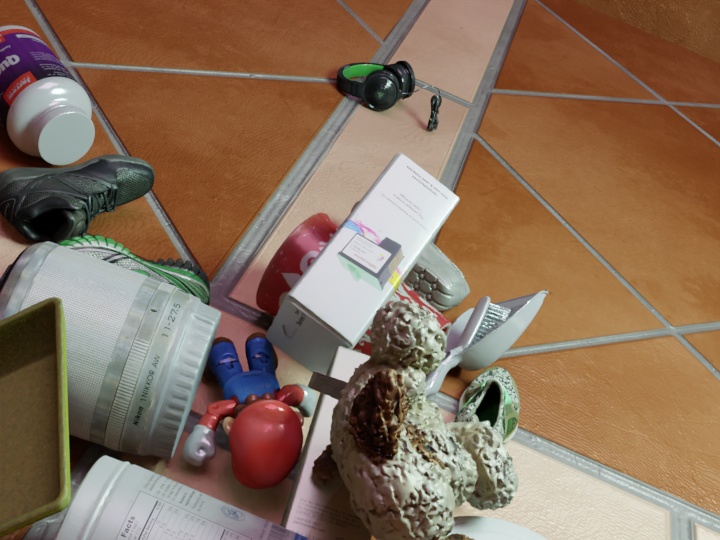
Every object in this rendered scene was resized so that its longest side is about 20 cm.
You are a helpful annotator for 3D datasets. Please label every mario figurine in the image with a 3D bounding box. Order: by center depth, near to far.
[{"bbox_3d":[-0.109,0.151,1.080,0.106,0.123,0.201,51,7,-31],"label":"mario figurine"}]

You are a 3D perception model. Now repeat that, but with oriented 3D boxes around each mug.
[{"bbox_3d":[0.007,0.037,1.258,0.199,0.134,0.177,36,35,16],"label":"mug"}]

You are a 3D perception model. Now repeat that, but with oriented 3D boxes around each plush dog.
[{"bbox_3d":[0.028,0.148,0.847,0.202,0.159,0.172,61,5,-12],"label":"plush dog"}]

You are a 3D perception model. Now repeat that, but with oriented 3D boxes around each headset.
[{"bbox_3d":[0.051,-0.309,1.886,0.198,0.095,0.123,19,32,25],"label":"headset"}]

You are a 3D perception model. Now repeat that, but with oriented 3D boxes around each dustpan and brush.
[{"bbox_3d":[0.128,0.091,1.292,0.057,0.139,0.201,43,59,-19],"label":"dustpan and brush"}]

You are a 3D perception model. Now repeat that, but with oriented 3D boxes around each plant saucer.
[{"bbox_3d":[-0.310,0.144,0.869,0.197,0.048,0.202,-24,49,10],"label":"plant saucer"}]

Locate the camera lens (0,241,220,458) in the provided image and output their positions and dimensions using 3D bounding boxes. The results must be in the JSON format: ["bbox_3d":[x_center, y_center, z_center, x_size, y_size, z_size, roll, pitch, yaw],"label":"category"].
[{"bbox_3d":[-0.246,0.075,1.007,0.197,0.161,0.161,19,31,-5],"label":"camera lens"}]

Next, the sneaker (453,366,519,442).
[{"bbox_3d":[0.148,0.153,1.206,0.076,0.089,0.200,26,31,6],"label":"sneaker"}]

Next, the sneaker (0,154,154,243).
[{"bbox_3d":[-0.322,-0.076,1.274,0.197,0.077,0.114,-11,46,-38],"label":"sneaker"}]

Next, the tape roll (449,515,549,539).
[{"bbox_3d":[0.100,0.321,0.874,0.200,0.140,0.204,16,31,-10],"label":"tape roll"}]

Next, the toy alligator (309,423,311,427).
[{"bbox_3d":[0.035,0.208,1.090,0.197,0.059,0.055,21,71,-2],"label":"toy alligator"}]

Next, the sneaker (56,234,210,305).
[{"bbox_3d":[-0.255,0.020,1.164,0.197,0.079,0.086,10,34,-20],"label":"sneaker"}]

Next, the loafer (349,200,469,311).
[{"bbox_3d":[0.064,-0.022,1.445,0.200,0.070,0.069,46,33,21],"label":"loafer"}]

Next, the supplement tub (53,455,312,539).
[{"bbox_3d":[-0.137,0.243,0.850,0.198,0.133,0.132,22,31,1],"label":"supplement tub"}]

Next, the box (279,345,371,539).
[{"bbox_3d":[-0.018,0.182,0.990,0.077,0.095,0.202,18,54,-1],"label":"box"}]

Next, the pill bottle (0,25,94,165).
[{"bbox_3d":[-0.421,-0.223,1.394,0.111,0.113,0.200,-9,43,-40],"label":"pill bottle"}]

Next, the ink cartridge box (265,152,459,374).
[{"bbox_3d":[0.000,0.000,1.113,0.084,0.145,0.201,37,66,2],"label":"ink cartridge box"}]
